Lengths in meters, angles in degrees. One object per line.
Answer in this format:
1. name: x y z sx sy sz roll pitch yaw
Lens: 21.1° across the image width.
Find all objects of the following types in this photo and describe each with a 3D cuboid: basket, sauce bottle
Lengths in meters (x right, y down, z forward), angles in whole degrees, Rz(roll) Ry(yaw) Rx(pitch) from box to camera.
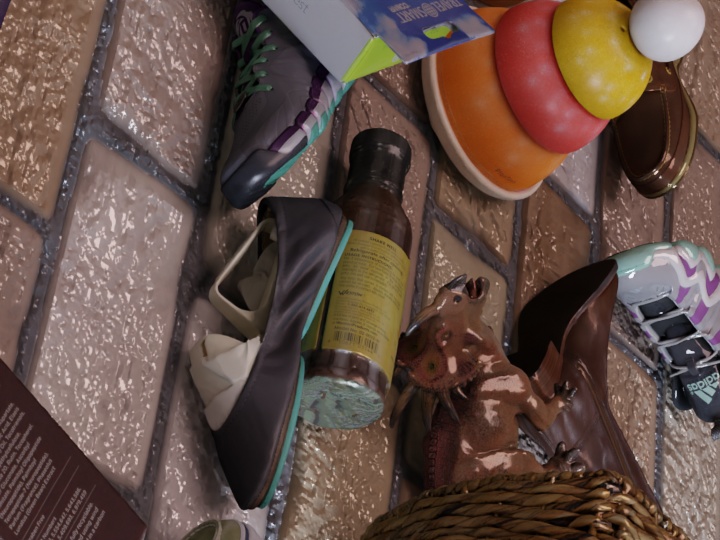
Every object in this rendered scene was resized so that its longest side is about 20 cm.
1. basket: 0.082 0.212 1.083 0.143 0.199 0.150 45 43 -33
2. sauce bottle: 0.000 0.000 1.190 0.065 0.064 0.201 41 46 -35

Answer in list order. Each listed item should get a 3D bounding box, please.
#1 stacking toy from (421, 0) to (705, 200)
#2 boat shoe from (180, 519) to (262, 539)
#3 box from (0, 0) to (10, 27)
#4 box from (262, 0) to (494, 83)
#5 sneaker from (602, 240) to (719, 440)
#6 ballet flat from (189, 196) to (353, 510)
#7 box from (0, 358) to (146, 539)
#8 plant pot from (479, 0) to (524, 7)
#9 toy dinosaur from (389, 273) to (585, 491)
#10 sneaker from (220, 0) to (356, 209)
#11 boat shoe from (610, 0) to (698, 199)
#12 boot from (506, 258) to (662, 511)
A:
1. stacking toy: 0.155 -0.143 1.347 0.146 0.199 0.148 27 54 -44
2. boat shoe: -0.111 0.182 0.954 0.062 0.072 0.200 57 40 -17
3. box: -0.269 -0.130 0.884 0.200 0.078 0.142 41 47 -35
4. box: -0.020 -0.195 1.204 0.200 0.048 0.122 48 34 11
5. sneaker: 0.259 0.061 1.495 0.199 0.077 0.141 18 59 -48
6. ballet flat: -0.060 0.039 1.100 0.073 0.073 0.201 40 51 -35
7. box: -0.199 0.082 0.859 0.200 0.100 0.075 53 39 -25
8. plant pot: 0.133 -0.316 1.451 0.199 0.139 0.202 26 55 -45
9. toy dinosaur: 0.067 0.103 1.221 0.135 0.085 0.202 -4 90 -47
10. sneaker: -0.060 -0.113 1.178 0.087 0.074 0.200 42 35 -7
11. boat shoe: 0.223 -0.147 1.558 0.067 0.072 0.202 32 44 -34
12. boot: 0.178 0.116 1.379 0.201 0.064 0.187 59 42 -17
